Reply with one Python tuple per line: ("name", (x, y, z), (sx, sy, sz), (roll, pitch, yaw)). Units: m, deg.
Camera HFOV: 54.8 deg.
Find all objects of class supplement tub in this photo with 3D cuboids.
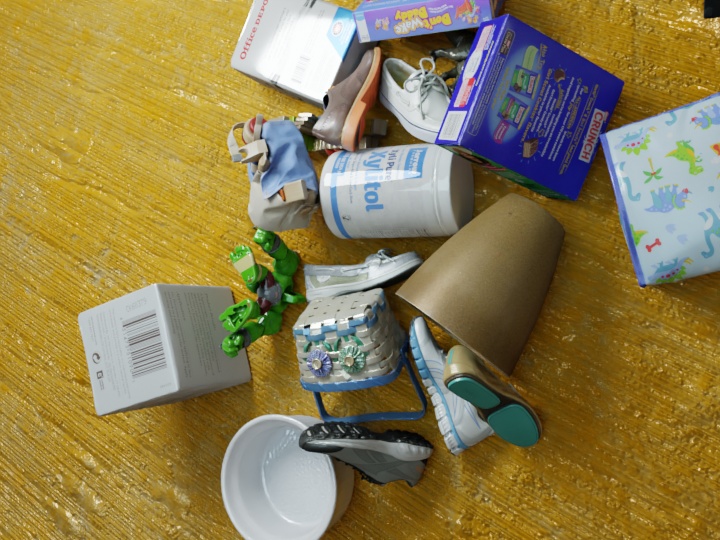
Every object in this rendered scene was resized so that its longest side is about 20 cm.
("supplement tub", (0.053, -0.113, 1.003), (0.198, 0.132, 0.134), (-1, 85, 25))

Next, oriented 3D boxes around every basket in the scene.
("basket", (-0.009, 0.138, 1.019), (0.174, 0.139, 0.202), (-12, 115, 24))

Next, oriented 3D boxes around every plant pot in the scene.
("plant pot", (0.179, 0.007, 0.925), (0.186, 0.186, 0.201), (37, 89, 22))

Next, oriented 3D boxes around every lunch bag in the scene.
("lunch bag", (0.400, -0.097, 0.846), (0.168, 0.127, 0.202), (-16, 89, 23))

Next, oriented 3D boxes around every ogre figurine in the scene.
("ogre figurine", (-0.152, 0.035, 1.092), (0.097, 0.120, 0.203), (-3, 83, 28))

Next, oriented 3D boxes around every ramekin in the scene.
("ramekin", (-0.105, 0.318, 1.061), (0.198, 0.098, 0.203), (-2, 85, 24))

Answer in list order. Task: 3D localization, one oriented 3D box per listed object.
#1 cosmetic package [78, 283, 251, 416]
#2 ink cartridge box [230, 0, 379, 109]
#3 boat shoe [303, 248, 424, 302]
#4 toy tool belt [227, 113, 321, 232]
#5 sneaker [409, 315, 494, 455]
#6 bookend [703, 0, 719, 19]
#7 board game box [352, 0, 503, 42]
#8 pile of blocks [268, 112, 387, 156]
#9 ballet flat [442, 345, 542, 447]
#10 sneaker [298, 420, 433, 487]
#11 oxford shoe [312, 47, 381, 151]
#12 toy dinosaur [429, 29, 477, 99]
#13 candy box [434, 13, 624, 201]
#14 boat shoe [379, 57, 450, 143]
("cosmetic package", (-0.307, 0.124, 1.112), (0.163, 0.200, 0.167), (-19, 79, 21))
("ink cartridge box", (-0.090, -0.353, 1.111), (0.199, 0.084, 0.147), (28, 97, 25))
("boat shoe", (0.000, 0.000, 1.052), (0.200, 0.074, 0.066), (-16, 84, 30))
("toy tool belt", (-0.121, -0.165, 1.018), (0.202, 0.123, 0.123), (70, 155, 19))
("sneaker", (0.133, 0.152, 0.985), (0.086, 0.075, 0.202), (-24, 88, 13))
("bookend", (0.469, -0.451, 0.846), (0.091, 0.200, 0.201), (1, 42, 24))
("board game box", (0.104, -0.389, 1.002), (0.198, 0.135, 0.045), (1, 130, 25))
("pile of blocks", (-0.056, -0.205, 1.087), (0.198, 0.082, 0.063), (4, 87, 24))
("ballet flat", (0.180, 0.164, 0.921), (0.068, 0.200, 0.064), (-27, 38, 28))
("sneaker", (0.007, 0.263, 0.978), (0.198, 0.074, 0.080), (14, 92, -17))
("oxford shoe", (-0.015, -0.265, 1.026), (0.072, 0.072, 0.202), (14, 54, 6))
("toy dinosaur", (0.163, -0.295, 1.008), (0.101, 0.077, 0.202), (-21, 60, 2))
("candy box", (0.220, -0.204, 0.901), (0.171, 0.198, 0.077), (-68, 22, 4))
("boat shoe", (0.087, -0.255, 0.986), (0.074, 0.087, 0.202), (-18, 42, -16))
